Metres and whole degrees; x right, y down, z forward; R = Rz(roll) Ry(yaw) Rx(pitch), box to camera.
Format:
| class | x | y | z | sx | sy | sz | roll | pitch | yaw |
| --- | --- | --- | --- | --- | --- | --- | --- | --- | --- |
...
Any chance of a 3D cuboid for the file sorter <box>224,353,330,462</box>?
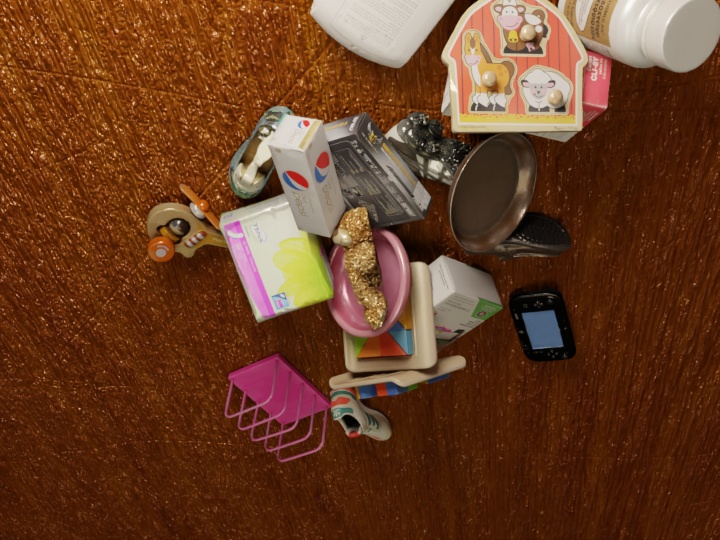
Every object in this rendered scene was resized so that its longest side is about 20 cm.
| class | x | y | z | sx | sy | sz | roll | pitch | yaw |
| --- | --- | --- | --- | --- | --- | --- | --- | --- | --- |
| file sorter | -0.179 | 0.304 | 1.665 | 0.139 | 0.126 | 0.200 | -24 | 128 | 24 |

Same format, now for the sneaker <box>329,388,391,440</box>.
| class | x | y | z | sx | sy | sz | roll | pitch | yaw |
| --- | --- | --- | --- | --- | --- | --- | --- | --- | --- |
| sneaker | -0.002 | 0.344 | 1.715 | 0.070 | 0.094 | 0.200 | -26 | 127 | 25 |

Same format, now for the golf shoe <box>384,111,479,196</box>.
| class | x | y | z | sx | sy | sz | roll | pitch | yaw |
| --- | --- | --- | --- | --- | --- | --- | --- | --- | --- |
| golf shoe | 0.121 | -0.178 | 1.246 | 0.200 | 0.078 | 0.094 | 38 | 147 | -31 |

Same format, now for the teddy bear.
| class | x | y | z | sx | sy | sz | roll | pitch | yaw |
| --- | --- | --- | --- | --- | --- | --- | --- | --- | --- |
| teddy bear | 0.000 | 0.000 | 1.254 | 0.066 | 0.145 | 0.201 | -12 | 109 | 2 |

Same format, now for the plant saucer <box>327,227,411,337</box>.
| class | x | y | z | sx | sy | sz | roll | pitch | yaw |
| --- | --- | --- | --- | --- | --- | --- | --- | --- | --- |
| plant saucer | 0.019 | 0.017 | 1.359 | 0.051 | 0.201 | 0.200 | 2 | 144 | -45 |

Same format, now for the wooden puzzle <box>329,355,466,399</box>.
| class | x | y | z | sx | sy | sz | roll | pitch | yaw |
| --- | --- | --- | --- | --- | --- | --- | --- | --- | --- |
| wooden puzzle | 0.070 | 0.202 | 1.435 | 0.185 | 0.047 | 0.200 | -11 | 180 | -42 |

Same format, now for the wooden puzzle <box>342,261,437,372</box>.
| class | x | y | z | sx | sy | sz | roll | pitch | yaw |
| --- | --- | --- | --- | --- | --- | --- | --- | --- | --- |
| wooden puzzle | 0.042 | 0.087 | 1.388 | 0.199 | 0.186 | 0.037 | -10 | 171 | 40 |

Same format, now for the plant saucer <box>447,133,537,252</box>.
| class | x | y | z | sx | sy | sz | roll | pitch | yaw |
| --- | --- | --- | --- | --- | --- | --- | --- | --- | --- |
| plant saucer | 0.207 | -0.128 | 1.237 | 0.200 | 0.032 | 0.201 | -21 | 126 | -32 |

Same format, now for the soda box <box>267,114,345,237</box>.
| class | x | y | z | sx | sy | sz | roll | pitch | yaw |
| --- | --- | --- | --- | --- | --- | --- | --- | --- | --- |
| soda box | -0.080 | -0.143 | 1.196 | 0.063 | 0.068 | 0.200 | 13 | 148 | 21 |

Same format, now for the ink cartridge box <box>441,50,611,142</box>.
| class | x | y | z | sx | sy | sz | roll | pitch | yaw |
| --- | --- | --- | --- | --- | --- | --- | --- | --- | --- |
| ink cartridge box | 0.231 | -0.262 | 1.097 | 0.199 | 0.084 | 0.145 | 10 | 170 | -7 |

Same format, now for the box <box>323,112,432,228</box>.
| class | x | y | z | sx | sy | sz | roll | pitch | yaw |
| --- | --- | --- | --- | --- | --- | --- | --- | --- | --- |
| box | -0.001 | -0.152 | 1.244 | 0.158 | 0.048 | 0.200 | -8 | 137 | 42 |

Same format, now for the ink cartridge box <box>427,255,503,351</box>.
| class | x | y | z | sx | sy | sz | roll | pitch | yaw |
| --- | --- | --- | --- | --- | --- | --- | --- | --- | --- |
| ink cartridge box | 0.138 | 0.073 | 1.433 | 0.144 | 0.084 | 0.200 | 18 | 135 | -41 |

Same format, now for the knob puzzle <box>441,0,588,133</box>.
| class | x | y | z | sx | sy | sz | roll | pitch | yaw |
| --- | --- | --- | --- | --- | --- | --- | --- | --- | --- |
| knob puzzle | 0.205 | -0.282 | 1.005 | 0.218 | 0.221 | 0.030 | 9 | 176 | -6 |

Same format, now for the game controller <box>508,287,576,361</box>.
| class | x | y | z | sx | sy | sz | roll | pitch | yaw |
| --- | --- | --- | --- | --- | --- | --- | --- | --- | --- |
| game controller | 0.358 | 0.111 | 1.512 | 0.104 | 0.042 | 0.200 | -13 | 130 | 15 |

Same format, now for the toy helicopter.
| class | x | y | z | sx | sy | sz | roll | pitch | yaw |
| --- | --- | --- | --- | --- | --- | --- | --- | --- | --- |
| toy helicopter | -0.276 | -0.074 | 1.368 | 0.199 | 0.079 | 0.133 | 13 | 124 | -24 |

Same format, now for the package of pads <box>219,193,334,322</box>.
| class | x | y | z | sx | sy | sz | roll | pitch | yaw |
| --- | --- | --- | --- | --- | --- | --- | --- | --- | --- |
| package of pads | -0.139 | -0.026 | 1.338 | 0.154 | 0.068 | 0.201 | -18 | 110 | 3 |

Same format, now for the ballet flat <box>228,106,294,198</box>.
| class | x | y | z | sx | sy | sz | roll | pitch | yaw |
| --- | --- | --- | --- | --- | --- | --- | --- | --- | --- |
| ballet flat | -0.169 | -0.179 | 1.251 | 0.074 | 0.074 | 0.200 | 21 | 131 | -16 |

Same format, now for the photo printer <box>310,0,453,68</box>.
| class | x | y | z | sx | sy | sz | roll | pitch | yaw |
| --- | --- | --- | --- | --- | --- | --- | --- | --- | --- |
| photo printer | 0.038 | -0.381 | 1.048 | 0.166 | 0.070 | 0.200 | 26 | 130 | -20 |

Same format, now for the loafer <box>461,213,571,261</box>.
| class | x | y | z | sx | sy | sz | roll | pitch | yaw |
| --- | --- | --- | --- | --- | --- | --- | --- | --- | --- |
| loafer | 0.266 | -0.055 | 1.351 | 0.199 | 0.073 | 0.071 | 7 | 144 | 3 |

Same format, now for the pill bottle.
| class | x | y | z | sx | sy | sz | roll | pitch | yaw |
| --- | --- | --- | --- | --- | --- | --- | --- | --- | --- |
| pill bottle | 0.352 | -0.322 | 0.981 | 0.114 | 0.200 | 0.115 | -11 | 123 | -18 |
